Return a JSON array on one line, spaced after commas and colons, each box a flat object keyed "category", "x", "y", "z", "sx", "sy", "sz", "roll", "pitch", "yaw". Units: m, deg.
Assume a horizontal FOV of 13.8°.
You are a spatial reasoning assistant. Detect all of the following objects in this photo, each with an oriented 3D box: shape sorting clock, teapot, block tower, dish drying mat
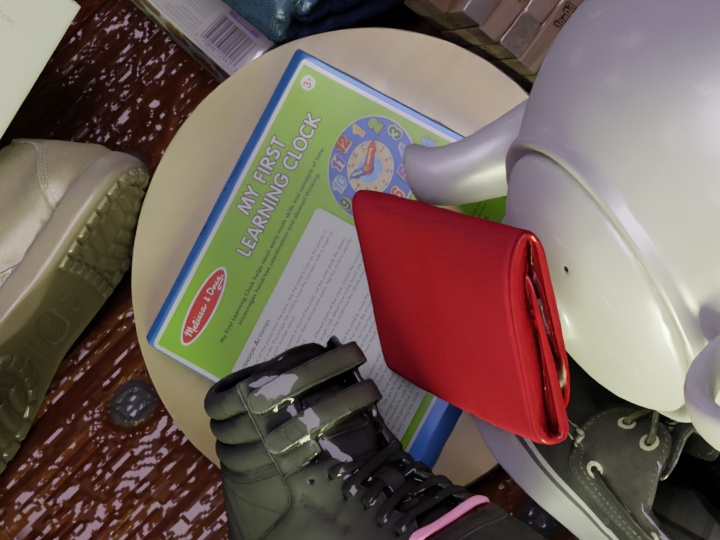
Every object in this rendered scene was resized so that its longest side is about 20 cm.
[{"category": "shape sorting clock", "x": 0.000, "y": 0.000, "z": 1.221, "sx": 0.200, "sy": 0.039, "sz": 0.200, "roll": -1, "pitch": 86, "yaw": 15}, {"category": "teapot", "x": 0.121, "y": -0.014, "z": 1.067, "sx": 0.146, "sy": 0.200, "sz": 0.197, "roll": -32, "pitch": 81, "yaw": -13}, {"category": "block tower", "x": 0.039, "y": -0.129, "z": 1.206, "sx": 0.200, "sy": 0.058, "sz": 0.054, "roll": 38, "pitch": 81, "yaw": -15}, {"category": "dish drying mat", "x": 0.035, "y": 0.013, "z": 1.092, "sx": 0.018, "sy": 0.200, "sz": 0.077, "roll": -15, "pitch": 99, "yaw": -13}]

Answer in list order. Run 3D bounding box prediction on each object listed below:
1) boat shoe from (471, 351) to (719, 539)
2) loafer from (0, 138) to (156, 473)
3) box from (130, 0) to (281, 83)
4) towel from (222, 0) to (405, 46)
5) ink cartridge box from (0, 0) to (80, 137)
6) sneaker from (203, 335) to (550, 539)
[{"category": "boat shoe", "x": 0.115, "y": 0.082, "z": 1.118, "sx": 0.070, "sy": 0.066, "sz": 0.200, "roll": -13, "pitch": 59, "yaw": -41}, {"category": "loafer", "x": -0.165, "y": 0.026, "z": 1.252, "sx": 0.068, "sy": 0.076, "sz": 0.200, "roll": 31, "pitch": 77, "yaw": 29}, {"category": "box", "x": -0.100, "y": -0.146, "z": 1.320, "sx": 0.041, "sy": 0.039, "sz": 0.200, "roll": -45, "pitch": 64, "yaw": -7}, {"category": "towel", "x": -0.059, "y": -0.180, "z": 1.293, "sx": 0.112, "sy": 0.049, "sz": 0.200, "roll": -28, "pitch": 59, "yaw": -35}, {"category": "ink cartridge box", "x": -0.228, "y": -0.058, "z": 1.261, "sx": 0.145, "sy": 0.087, "sz": 0.200, "roll": 11, "pitch": 69, "yaw": 55}, {"category": "sneaker", "x": 0.002, "y": 0.079, "z": 1.119, "sx": 0.071, "sy": 0.099, "sz": 0.200, "roll": -24, "pitch": 17, "yaw": -31}]
